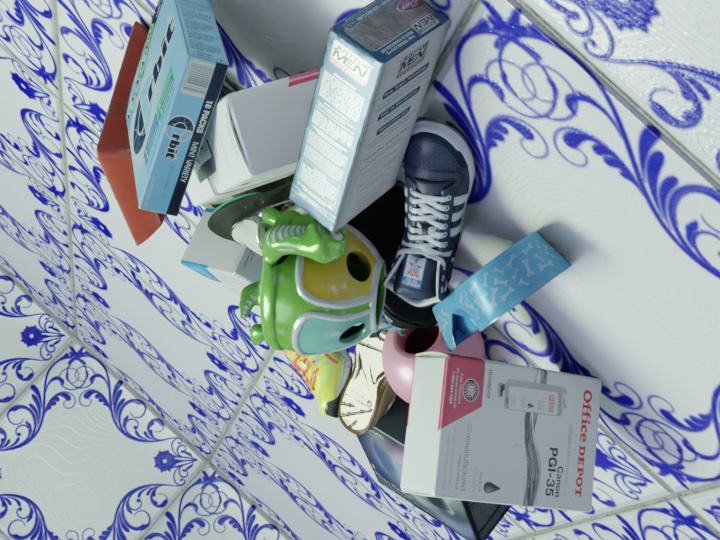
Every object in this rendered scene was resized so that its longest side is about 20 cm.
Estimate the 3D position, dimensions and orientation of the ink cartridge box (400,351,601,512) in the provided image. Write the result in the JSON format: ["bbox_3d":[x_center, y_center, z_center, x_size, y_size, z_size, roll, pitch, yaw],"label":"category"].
[{"bbox_3d":[0.152,0.173,1.265,0.197,0.149,0.083,10,172,-24],"label":"ink cartridge box"}]

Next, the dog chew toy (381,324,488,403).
[{"bbox_3d":[0.105,0.127,1.427,0.124,0.125,0.201,25,161,38],"label":"dog chew toy"}]

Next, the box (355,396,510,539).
[{"bbox_3d":[0.102,0.244,1.639,0.198,0.123,0.200,26,152,36],"label":"box"}]

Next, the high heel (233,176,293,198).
[{"bbox_3d":[-0.157,-0.112,1.379,0.199,0.072,0.142,37,154,-19],"label":"high heel"}]

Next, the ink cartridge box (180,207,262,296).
[{"bbox_3d":[-0.109,0.005,1.531,0.199,0.087,0.146,30,168,-35],"label":"ink cartridge box"}]

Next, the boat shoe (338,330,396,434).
[{"bbox_3d":[0.031,0.115,1.520,0.071,0.064,0.202,35,118,21],"label":"boat shoe"}]

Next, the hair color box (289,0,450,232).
[{"bbox_3d":[0.004,-0.139,1.047,0.060,0.100,0.201,37,139,16],"label":"hair color box"}]

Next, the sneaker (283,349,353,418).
[{"bbox_3d":[-0.061,0.127,1.614,0.089,0.201,0.079,10,120,-11],"label":"sneaker"}]

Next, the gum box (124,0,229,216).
[{"bbox_3d":[-0.191,-0.183,1.206,0.044,0.172,0.201,11,-148,-22],"label":"gum box"}]

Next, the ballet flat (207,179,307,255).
[{"bbox_3d":[-0.087,-0.058,1.282,0.198,0.069,0.068,-22,147,29],"label":"ballet flat"}]

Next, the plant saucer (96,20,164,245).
[{"bbox_3d":[-0.261,-0.165,1.466,0.036,0.203,0.201,5,149,8],"label":"plant saucer"}]

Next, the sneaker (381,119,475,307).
[{"bbox_3d":[0.064,-0.045,1.151,0.069,0.110,0.201,14,147,14],"label":"sneaker"}]

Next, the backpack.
[{"bbox_3d":[0.000,0.000,1.352,0.165,0.152,0.200,63,169,-10],"label":"backpack"}]

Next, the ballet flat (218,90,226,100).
[{"bbox_3d":[-0.159,-0.167,1.394,0.200,0.062,0.067,44,-173,0],"label":"ballet flat"}]

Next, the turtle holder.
[{"bbox_3d":[-0.041,0.001,1.188,0.129,0.142,0.188,9,126,9],"label":"turtle holder"}]

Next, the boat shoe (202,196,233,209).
[{"bbox_3d":[-0.143,-0.101,1.509,0.200,0.061,0.072,14,156,50],"label":"boat shoe"}]

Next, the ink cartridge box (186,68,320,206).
[{"bbox_3d":[-0.095,-0.137,1.218,0.199,0.144,0.086,-10,99,65],"label":"ink cartridge box"}]

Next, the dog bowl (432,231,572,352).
[{"bbox_3d":[0.134,0.020,1.186,0.050,0.111,0.200,55,160,5],"label":"dog bowl"}]
